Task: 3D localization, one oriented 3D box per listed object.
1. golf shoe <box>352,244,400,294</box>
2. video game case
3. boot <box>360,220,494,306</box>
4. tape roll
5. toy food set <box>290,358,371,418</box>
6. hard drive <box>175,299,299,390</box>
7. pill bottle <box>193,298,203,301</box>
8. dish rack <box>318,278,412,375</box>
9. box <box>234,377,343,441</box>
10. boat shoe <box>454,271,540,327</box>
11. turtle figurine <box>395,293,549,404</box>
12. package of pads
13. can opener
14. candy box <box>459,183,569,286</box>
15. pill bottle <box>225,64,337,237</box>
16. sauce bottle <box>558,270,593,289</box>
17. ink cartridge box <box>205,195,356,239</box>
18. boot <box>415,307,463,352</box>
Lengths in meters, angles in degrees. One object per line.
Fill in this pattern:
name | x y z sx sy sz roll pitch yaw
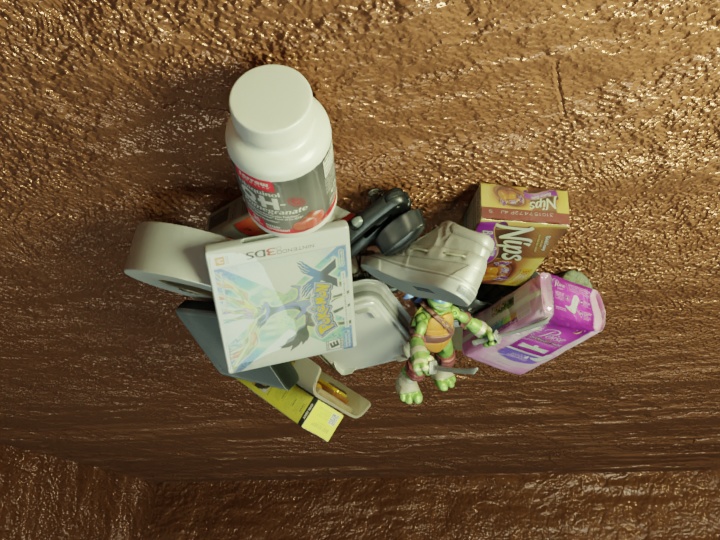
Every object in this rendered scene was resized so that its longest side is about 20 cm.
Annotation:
golf shoe | 0.000 0.000 1.111 0.094 0.078 0.200 10 155 -41
video game case | -0.098 0.038 0.990 0.182 0.022 0.201 -11 126 -11
boot | 0.090 -0.018 0.997 0.200 0.096 0.074 15 162 48
tape roll | -0.223 -0.004 1.059 0.202 0.071 0.202 13 170 2
toy food set | -0.075 0.160 1.203 0.143 0.061 0.200 27 170 33
hard drive | -0.187 0.107 1.131 0.200 0.033 0.140 0 127 52
pill bottle | -0.167 0.050 1.217 0.200 0.111 0.111 -16 150 36
dish rack | -0.008 0.096 1.149 0.171 0.044 0.200 -16 140 20
box | -0.121 0.197 1.204 0.200 0.050 0.075 24 167 44
boat shoe | 0.190 0.036 1.200 0.200 0.070 0.066 -16 142 35
turtle figurine | 0.129 0.126 1.078 0.200 0.144 0.194 25 137 12
package of pads | 0.258 0.086 1.146 0.120 0.076 0.200 17 146 -23
can opener | -0.008 -0.042 1.001 0.200 0.079 0.063 -31 145 28
candy box | 0.195 -0.044 1.032 0.116 0.057 0.200 5 157 -5
pill bottle | -0.084 -0.126 0.815 0.110 0.111 0.200 2 156 3
sauce bottle | 0.300 0.061 1.247 0.065 0.065 0.200 11 156 -18
ink cartridge box | -0.092 -0.049 1.064 0.200 0.050 0.162 26 148 -35
boot | 0.194 0.106 1.345 0.201 0.071 0.144 33 -168 10
